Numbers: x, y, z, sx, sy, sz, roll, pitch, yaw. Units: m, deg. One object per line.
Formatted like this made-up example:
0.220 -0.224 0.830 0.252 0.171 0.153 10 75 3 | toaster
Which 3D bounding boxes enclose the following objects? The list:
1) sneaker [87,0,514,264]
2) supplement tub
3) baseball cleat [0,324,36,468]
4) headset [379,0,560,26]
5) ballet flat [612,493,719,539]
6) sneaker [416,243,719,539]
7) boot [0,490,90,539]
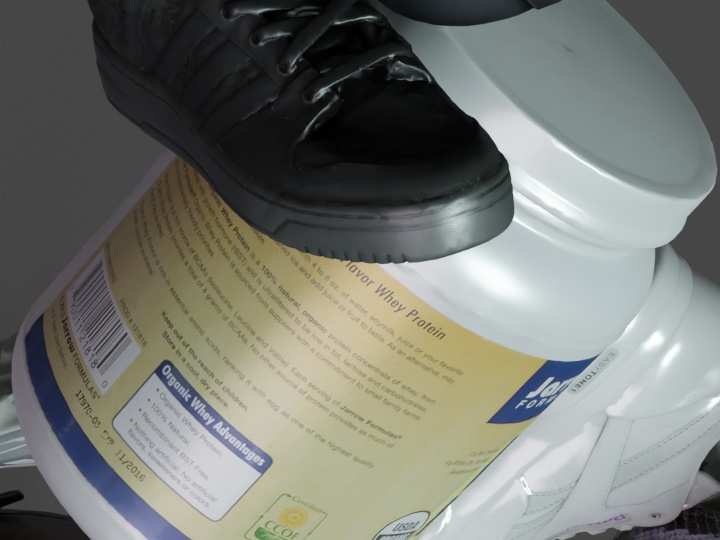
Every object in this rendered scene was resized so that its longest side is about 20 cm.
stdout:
-0.034 -0.081 0.708 0.200 0.060 0.104 32 135 48 | sneaker
0.000 0.000 0.826 0.144 0.144 0.200 38 117 -10 | supplement tub
-0.087 0.066 0.998 0.200 0.070 0.107 -11 123 33 | baseball cleat
0.083 -0.130 0.721 0.200 0.124 0.094 -24 136 26 | headset
0.172 0.107 0.909 0.200 0.072 0.072 7 133 36 | ballet flat
0.066 0.074 0.919 0.100 0.075 0.200 30 127 -21 | sneaker
-0.103 0.129 0.985 0.166 0.200 0.073 9 94 13 | boot
